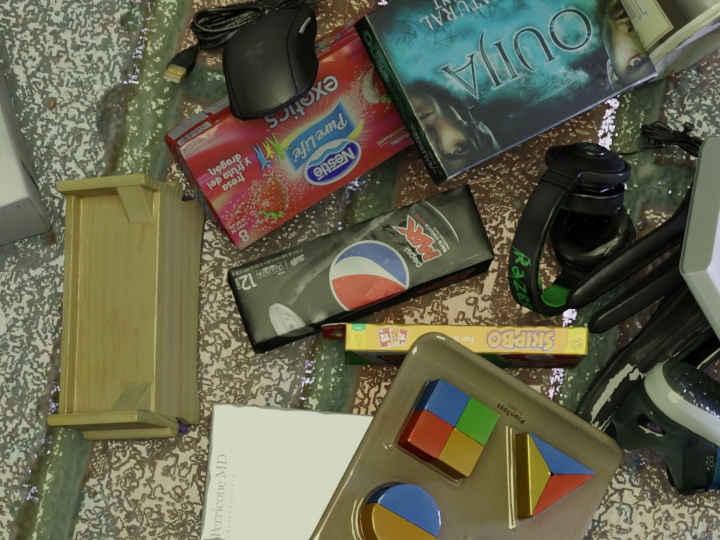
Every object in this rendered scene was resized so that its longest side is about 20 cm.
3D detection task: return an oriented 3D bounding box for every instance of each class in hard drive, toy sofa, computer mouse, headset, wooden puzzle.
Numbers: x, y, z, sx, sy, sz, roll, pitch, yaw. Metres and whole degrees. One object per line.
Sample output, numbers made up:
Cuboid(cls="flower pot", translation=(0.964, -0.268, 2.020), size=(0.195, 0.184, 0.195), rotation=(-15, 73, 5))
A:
Cuboid(cls="hard drive", translation=(0.291, 0.016, 1.551), size=(0.027, 0.200, 0.132), rotation=(-9, 45, 29))
Cuboid(cls="toy sofa", translation=(-0.181, 0.030, 1.622), size=(0.083, 0.098, 0.201), rotation=(-4, 79, 24))
Cuboid(cls="computer mouse", translation=(-0.095, -0.171, 1.595), size=(0.140, 0.200, 0.046), rotation=(-18, 119, 18))
Cuboid(cls="headset", translation=(0.188, -0.046, 1.609), size=(0.094, 0.124, 0.200), rotation=(22, 54, 28))
Cuboid(cls="wooden puzzle", translation=(0.080, 0.172, 1.527), size=(0.185, 0.046, 0.200), rotation=(32, 77, -10))

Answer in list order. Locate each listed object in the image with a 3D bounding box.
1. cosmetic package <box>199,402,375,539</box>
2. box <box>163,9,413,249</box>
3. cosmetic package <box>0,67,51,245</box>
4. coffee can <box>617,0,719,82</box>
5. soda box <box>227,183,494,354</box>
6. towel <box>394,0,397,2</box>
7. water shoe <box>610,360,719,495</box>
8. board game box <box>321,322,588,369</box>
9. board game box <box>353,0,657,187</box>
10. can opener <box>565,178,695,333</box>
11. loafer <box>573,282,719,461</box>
Cuboid(cls="cosmetic package", translation=(-0.019, 0.163, 1.590), size=(0.199, 0.081, 0.113), rotation=(3, 83, -1))
Cuboid(cls="box", translation=(-0.041, -0.112, 1.617), size=(0.200, 0.100, 0.096), rotation=(-32, 105, -6))
Cuboid(cls="cosmetic package", translation=(-0.368, -0.106, 1.615), size=(0.199, 0.123, 0.201), rotation=(-18, 79, -4))
Cuboid(cls="coffee can", translation=(0.229, -0.269, 1.634), size=(0.146, 0.146, 0.200), rotation=(-31, 82, -5))
Cuboid(cls="soda box", translation=(0.000, 0.000, 1.623), size=(0.199, 0.071, 0.064), rotation=(-20, 82, -4))
Cuboid(cls="towel", translation=(0.066, -0.187, 1.618), size=(0.022, 0.147, 0.200), rotation=(-26, 88, 24))
Cuboid(cls="water shoe", translation=(0.270, 0.138, 1.588), size=(0.200, 0.072, 0.079), rotation=(36, 119, -26))
Cuboid(cls="board game box", translation=(0.070, 0.057, 1.601), size=(0.199, 0.096, 0.030), rotation=(4, 81, 0))
Cuboid(cls="board game box", translation=(0.110, -0.163, 1.554), size=(0.200, 0.028, 0.136), rotation=(-27, 90, -22))
Cuboid(cls="can opener", translation=(0.243, -0.016, 1.602), size=(0.200, 0.079, 0.063), rotation=(-38, 57, -21))
Cuboid(cls="loafer", translation=(0.233, 0.080, 1.609), size=(0.070, 0.068, 0.201), rotation=(37, 78, 25))
